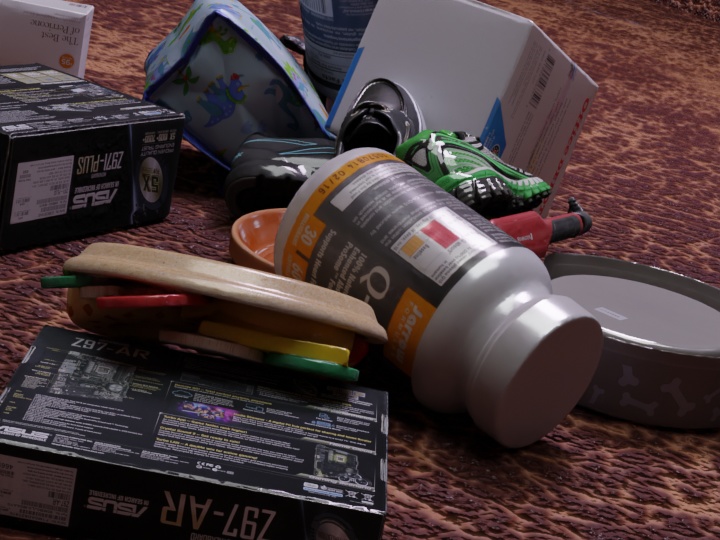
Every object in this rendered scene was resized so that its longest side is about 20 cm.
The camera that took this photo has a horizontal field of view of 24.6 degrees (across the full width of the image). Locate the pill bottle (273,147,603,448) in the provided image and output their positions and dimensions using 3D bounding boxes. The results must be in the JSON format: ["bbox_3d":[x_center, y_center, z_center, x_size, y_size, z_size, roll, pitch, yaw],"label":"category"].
[{"bbox_3d":[0.047,0.016,1.029,0.116,0.117,0.200,-7,36,-47],"label":"pill bottle"}]

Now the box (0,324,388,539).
[{"bbox_3d":[-0.085,0.091,0.847,0.198,0.044,0.160,11,17,-3],"label":"box"}]

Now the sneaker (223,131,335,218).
[{"bbox_3d":[-0.009,-0.073,1.336,0.198,0.076,0.080,10,41,-6],"label":"sneaker"}]

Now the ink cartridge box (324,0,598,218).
[{"bbox_3d":[0.093,-0.140,1.430,0.144,0.148,0.200,23,-1,26],"label":"ink cartridge box"}]

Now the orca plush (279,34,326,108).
[{"bbox_3d":[-0.041,-0.173,1.669,0.071,0.105,0.200,-30,54,-6],"label":"orca plush"}]

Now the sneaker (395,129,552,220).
[{"bbox_3d":[0.085,-0.070,1.237,0.086,0.078,0.200,56,12,13],"label":"sneaker"}]

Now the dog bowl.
[{"bbox_3d":[0.191,0.048,1.144,0.198,0.059,0.200,10,17,-3],"label":"dog bowl"}]

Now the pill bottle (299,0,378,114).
[{"bbox_3d":[0.006,-0.220,1.505,0.118,0.201,0.120,-4,40,3],"label":"pill bottle"}]

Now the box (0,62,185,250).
[{"bbox_3d":[-0.258,-0.091,1.240,0.163,0.087,0.200,21,19,27],"label":"box"}]

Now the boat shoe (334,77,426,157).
[{"bbox_3d":[0.013,-0.096,1.259,0.068,0.057,0.201,-7,38,9],"label":"boat shoe"}]

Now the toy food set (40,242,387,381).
[{"bbox_3d":[-0.082,0.025,0.949,0.198,0.049,0.198,13,-6,1],"label":"toy food set"}]

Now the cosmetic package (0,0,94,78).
[{"bbox_3d":[-0.373,-0.240,1.649,0.198,0.083,0.051,10,19,-4],"label":"cosmetic package"}]

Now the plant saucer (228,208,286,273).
[{"bbox_3d":[0.000,0.000,1.217,0.198,0.033,0.200,12,16,-3],"label":"plant saucer"}]

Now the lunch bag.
[{"bbox_3d":[-0.090,-0.137,1.444,0.200,0.128,0.170,38,10,-17],"label":"lunch bag"}]

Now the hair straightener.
[{"bbox_3d":[0.109,-0.028,1.206,0.076,0.041,0.200,-13,6,31],"label":"hair straightener"}]
